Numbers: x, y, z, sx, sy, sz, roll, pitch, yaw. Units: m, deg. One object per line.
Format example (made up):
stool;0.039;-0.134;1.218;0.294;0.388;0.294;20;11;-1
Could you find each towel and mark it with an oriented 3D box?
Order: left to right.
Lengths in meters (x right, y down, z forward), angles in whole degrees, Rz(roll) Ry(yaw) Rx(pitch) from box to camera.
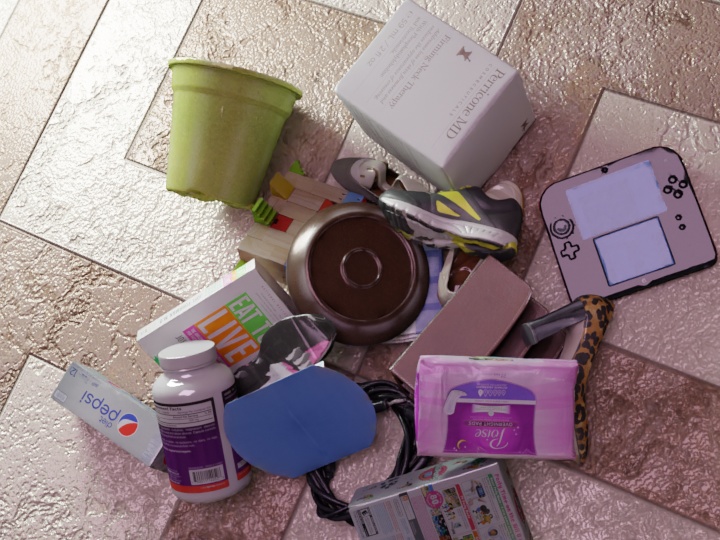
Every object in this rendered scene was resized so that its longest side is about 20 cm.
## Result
towel;0.022;0.036;1.649;0.198;0.024;0.148;-7;70;14

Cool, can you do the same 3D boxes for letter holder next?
letter holder;0.159;0.110;1.529;0.142;0.101;0.200;39;81;22

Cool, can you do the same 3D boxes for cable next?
cable;0.000;0.243;1.578;0.163;0.051;0.200;41;90;24

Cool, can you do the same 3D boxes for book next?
book;-0.189;0.083;1.636;0.199;0.134;0.048;-32;31;13

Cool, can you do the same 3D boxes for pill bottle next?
pill bottle;-0.214;0.200;1.585;0.112;0.112;0.202;-6;102;16

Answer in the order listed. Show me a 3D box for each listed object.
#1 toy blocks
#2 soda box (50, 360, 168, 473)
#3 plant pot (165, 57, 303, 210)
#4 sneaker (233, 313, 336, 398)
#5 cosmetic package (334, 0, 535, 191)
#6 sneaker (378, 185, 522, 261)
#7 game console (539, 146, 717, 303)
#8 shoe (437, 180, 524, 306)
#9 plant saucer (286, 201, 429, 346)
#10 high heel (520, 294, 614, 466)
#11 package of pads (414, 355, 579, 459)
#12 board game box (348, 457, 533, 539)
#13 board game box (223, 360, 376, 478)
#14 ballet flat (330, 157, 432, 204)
toy blocks;-0.075;-0.051;1.661;0.136;0.100;0.201;20;58;19
soda box;-0.341;0.208;1.687;0.199;0.068;0.064;29;84;23
plant pot;-0.200;-0.190;1.712;0.199;0.200;0.186;13;89;21
sneaker;-0.095;0.117;1.595;0.200;0.086;0.081;-37;76;37
cosmetic package;0.105;-0.227;1.625;0.200;0.166;0.168;37;87;23
sneaker;0.122;-0.075;1.571;0.199;0.075;0.085;19;65;14
game console;0.350;-0.059;1.569;0.199;0.031;0.178;-20;69;12
shoe;0.164;-0.039;1.603;0.070;0.053;0.201;24;75;19
plant saucer;0.000;0.000;1.594;0.198;0.032;0.202;3;75;-11
high heel;0.295;0.136;1.518;0.142;0.071;0.201;-20;95;-25
package of pads;0.164;0.166;1.429;0.198;0.076;0.122;1;90;2
board game box;0.104;0.324;1.483;0.199;0.064;0.149;-19;98;13
board game box;-0.077;0.188;1.544;0.199;0.158;0.039;-25;32;18
ballet flat;0.042;-0.121;1.664;0.199;0.064;0.067;34;59;22
